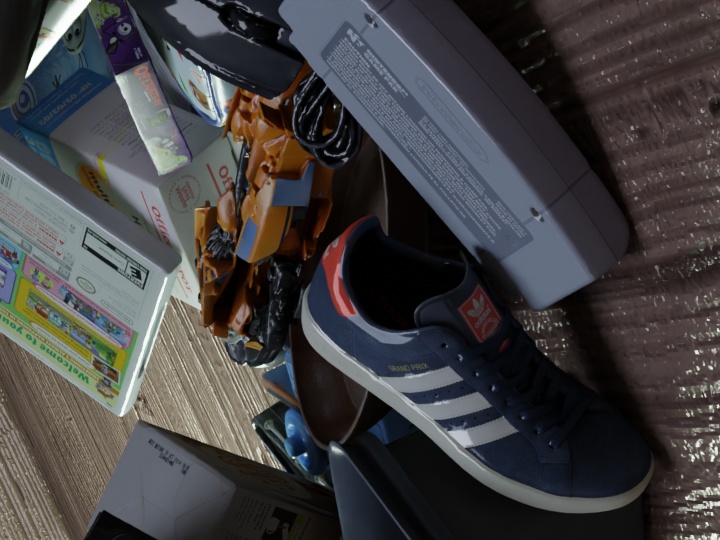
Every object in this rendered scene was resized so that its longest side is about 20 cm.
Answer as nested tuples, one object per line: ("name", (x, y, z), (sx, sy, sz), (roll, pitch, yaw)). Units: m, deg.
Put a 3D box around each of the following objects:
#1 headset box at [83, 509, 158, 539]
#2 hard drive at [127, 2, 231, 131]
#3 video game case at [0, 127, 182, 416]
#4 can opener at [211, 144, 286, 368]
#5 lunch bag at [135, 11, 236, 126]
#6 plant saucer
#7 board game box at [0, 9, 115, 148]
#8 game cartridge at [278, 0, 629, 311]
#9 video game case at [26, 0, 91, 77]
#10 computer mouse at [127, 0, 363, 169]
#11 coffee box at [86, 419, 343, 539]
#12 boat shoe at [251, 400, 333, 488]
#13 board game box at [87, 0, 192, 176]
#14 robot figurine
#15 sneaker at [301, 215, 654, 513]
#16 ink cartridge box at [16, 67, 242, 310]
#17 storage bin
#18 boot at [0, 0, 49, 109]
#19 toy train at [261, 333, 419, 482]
("headset box", (-0.108, 0.244, 1.446), (0.199, 0.093, 0.174), (29, 146, -1))
("hard drive", (-0.117, -0.131, 1.726), (0.140, 0.038, 0.201), (55, 161, 30))
("video game case", (-0.220, -0.009, 1.728), (0.199, 0.022, 0.182), (35, 143, 8))
("can opener", (-0.059, -0.022, 1.623), (0.063, 0.079, 0.201), (18, 128, 24))
("lunch bag", (-0.095, -0.191, 1.496), (0.161, 0.075, 0.200), (60, 165, 24))
("plant saucer", (0.000, 0.000, 1.429), (0.200, 0.034, 0.202), (-178, 90, -73))
("board game box", (-0.218, -0.132, 1.790), (0.043, 0.199, 0.201), (7, 133, 26))
("game cartridge", (0.044, -0.071, 1.218), (0.200, 0.040, 0.133), (49, 168, -2))
("video game case", (-0.149, -0.232, 1.401), (0.182, 0.023, 0.201), (-39, 43, 52))
("computer mouse", (-0.069, -0.152, 1.340), (0.200, 0.053, 0.139), (35, 124, 31))
("coffee box", (-0.049, 0.169, 1.555), (0.199, 0.080, 0.114), (24, -177, -40))
("boat shoe", (-0.011, 0.171, 1.790), (0.200, 0.068, 0.074), (58, 164, 20))
("board game box", (-0.161, -0.171, 1.614), (0.120, 0.032, 0.201), (79, 168, -60))
("robot figurine", (-0.055, -0.044, 1.466), (0.146, 0.058, 0.201), (-99, 20, -43))
("sneaker", (0.061, 0.044, 1.266), (0.199, 0.075, 0.085), (30, 140, 10))
("ink cartridge box", (-0.129, -0.048, 1.699), (0.199, 0.068, 0.116), (24, 146, 43))
("storage bin", (0.073, 0.150, 1.363), (0.146, 0.134, 0.201), (50, 159, 40))
("boot", (-0.171, -0.181, 1.305), (0.072, 0.201, 0.182), (24, -175, -11))
("toy train", (0.008, 0.080, 1.562), (0.200, 0.086, 0.115), (32, 139, 58))
